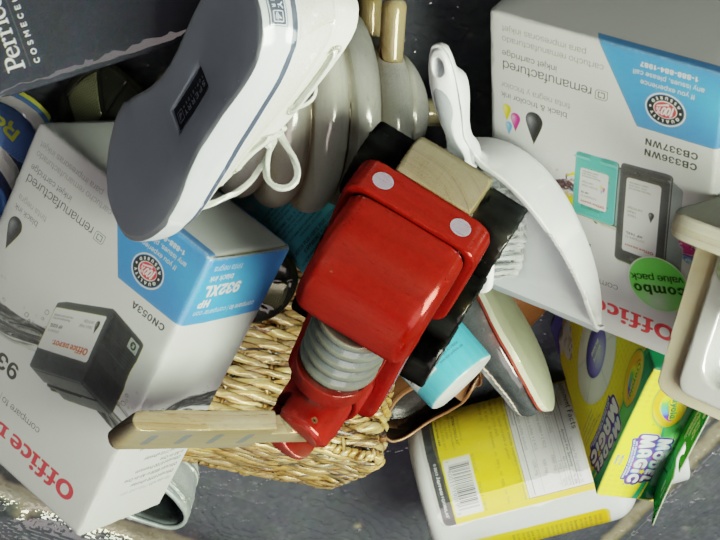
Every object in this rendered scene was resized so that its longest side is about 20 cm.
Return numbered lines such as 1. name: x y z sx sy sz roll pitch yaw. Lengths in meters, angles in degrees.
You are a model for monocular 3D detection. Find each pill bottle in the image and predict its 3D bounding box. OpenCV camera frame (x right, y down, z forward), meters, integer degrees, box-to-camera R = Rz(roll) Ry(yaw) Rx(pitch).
1. pill bottle: 0.143 0.146 1.034 0.199 0.112 0.112 -15 128 5

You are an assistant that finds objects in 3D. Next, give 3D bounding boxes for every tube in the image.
1. tube: 0.000 0.000 0.881 0.077 0.050 0.200 -45 77 16

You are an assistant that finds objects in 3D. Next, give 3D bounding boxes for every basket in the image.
1. basket: -0.081 0.062 0.974 0.199 0.150 0.143 15 157 -18

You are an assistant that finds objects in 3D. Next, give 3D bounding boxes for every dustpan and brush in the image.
1. dustpan and brush: 0.068 -0.049 0.772 0.057 0.139 0.201 -38 135 -34

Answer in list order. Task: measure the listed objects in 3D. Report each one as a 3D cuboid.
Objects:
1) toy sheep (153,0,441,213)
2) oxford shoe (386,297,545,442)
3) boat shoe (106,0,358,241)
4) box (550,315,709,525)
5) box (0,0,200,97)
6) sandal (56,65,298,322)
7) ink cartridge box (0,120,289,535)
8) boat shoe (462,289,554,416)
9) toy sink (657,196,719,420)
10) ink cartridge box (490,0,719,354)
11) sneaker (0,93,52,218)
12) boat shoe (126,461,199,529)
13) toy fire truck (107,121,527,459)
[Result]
1. toy sheep: -0.026 -0.101 0.816 0.199 0.138 0.138 0 128 -13
2. oxford shoe: 0.083 0.056 0.985 0.071 0.071 0.200 32 116 -25
3. boat shoe: -0.058 -0.079 0.668 0.086 0.075 0.202 -8 155 -35
4. box: 0.183 0.063 0.919 0.048 0.200 0.118 7 126 -12
5. box: -0.113 -0.212 0.680 0.199 0.117 0.198 -17 103 6
6. sandal: -0.120 -0.048 0.880 0.080 0.057 0.201 -35 107 21
7. ink cartridge box: -0.156 0.032 0.810 0.145 0.084 0.201 36 112 20
8. boat shoe: 0.061 0.020 0.918 0.062 0.071 0.200 -33 95 17
9. toy sink: 0.245 0.030 0.718 0.130 0.200 0.113 23 110 29
10. ink cartridge box: 0.176 -0.080 0.808 0.146 0.146 0.201 22 136 31
11. sneaker: -0.239 -0.019 0.868 0.074 0.082 0.201 12 129 12
12. boat shoe: -0.207 0.136 1.009 0.200 0.072 0.070 29 119 -26
13. toy fire truck: -0.024 0.035 0.730 0.128 0.200 0.176 31 141 5
